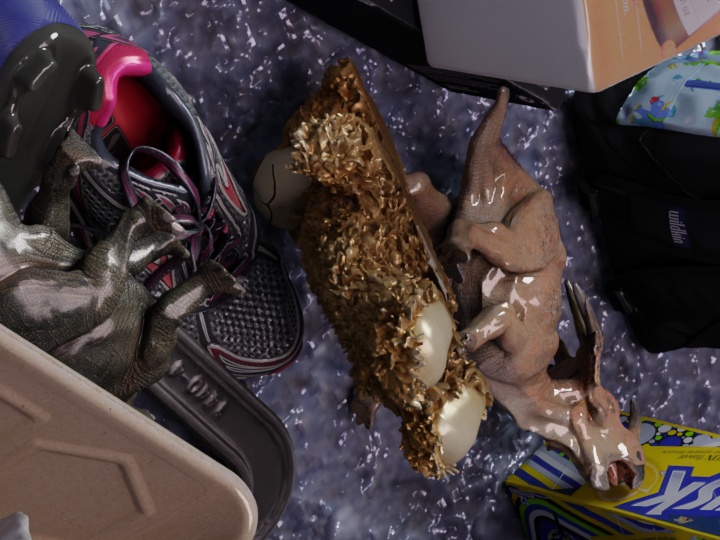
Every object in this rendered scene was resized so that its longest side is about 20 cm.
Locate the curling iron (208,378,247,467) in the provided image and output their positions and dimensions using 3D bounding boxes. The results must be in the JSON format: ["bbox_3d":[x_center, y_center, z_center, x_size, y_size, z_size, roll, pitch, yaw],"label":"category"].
[{"bbox_3d":[-0.058,0.146,1.302,0.049,0.026,0.201,-6,102,-17],"label":"curling iron"}]

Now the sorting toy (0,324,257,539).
[{"bbox_3d":[-0.168,0.080,1.108,0.200,0.185,0.037,39,34,-33],"label":"sorting toy"}]

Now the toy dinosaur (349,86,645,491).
[{"bbox_3d":[0.071,0.006,1.350,0.135,0.086,0.201,-12,106,-39],"label":"toy dinosaur"}]

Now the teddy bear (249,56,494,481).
[{"bbox_3d":[0.000,0.000,1.228,0.066,0.201,0.145,-24,154,3],"label":"teddy bear"}]

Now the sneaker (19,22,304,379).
[{"bbox_3d":[-0.083,-0.022,1.216,0.081,0.074,0.200,-53,129,-20],"label":"sneaker"}]

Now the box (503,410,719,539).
[{"bbox_3d":[0.167,0.124,1.381,0.070,0.199,0.065,-41,121,-29],"label":"box"}]

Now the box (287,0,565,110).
[{"bbox_3d":[0.054,-0.193,1.299,0.141,0.079,0.201,26,82,-45],"label":"box"}]

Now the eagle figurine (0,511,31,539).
[{"bbox_3d":[-0.198,0.184,1.064,0.199,0.152,0.152,-2,57,-23],"label":"eagle figurine"}]

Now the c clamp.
[{"bbox_3d":[-0.124,0.093,1.225,0.200,0.027,0.171,37,88,-36],"label":"c clamp"}]

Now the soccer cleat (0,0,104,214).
[{"bbox_3d":[-0.176,-0.025,1.143,0.065,0.084,0.201,21,105,-52],"label":"soccer cleat"}]

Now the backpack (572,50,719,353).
[{"bbox_3d":[0.225,-0.034,1.400,0.154,0.199,0.164,-36,120,-30],"label":"backpack"}]

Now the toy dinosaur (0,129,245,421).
[{"bbox_3d":[-0.113,0.013,1.105,0.102,0.077,0.200,-50,144,-7],"label":"toy dinosaur"}]

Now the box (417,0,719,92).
[{"bbox_3d":[0.121,-0.184,1.240,0.199,0.106,0.153,-27,116,-35],"label":"box"}]
